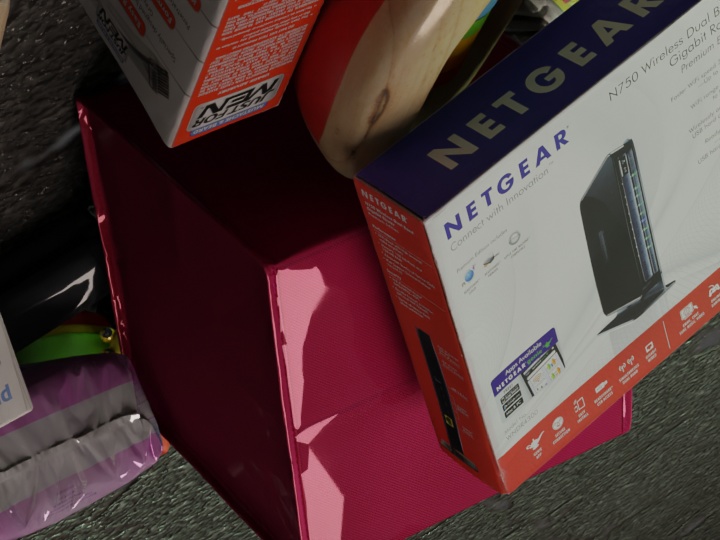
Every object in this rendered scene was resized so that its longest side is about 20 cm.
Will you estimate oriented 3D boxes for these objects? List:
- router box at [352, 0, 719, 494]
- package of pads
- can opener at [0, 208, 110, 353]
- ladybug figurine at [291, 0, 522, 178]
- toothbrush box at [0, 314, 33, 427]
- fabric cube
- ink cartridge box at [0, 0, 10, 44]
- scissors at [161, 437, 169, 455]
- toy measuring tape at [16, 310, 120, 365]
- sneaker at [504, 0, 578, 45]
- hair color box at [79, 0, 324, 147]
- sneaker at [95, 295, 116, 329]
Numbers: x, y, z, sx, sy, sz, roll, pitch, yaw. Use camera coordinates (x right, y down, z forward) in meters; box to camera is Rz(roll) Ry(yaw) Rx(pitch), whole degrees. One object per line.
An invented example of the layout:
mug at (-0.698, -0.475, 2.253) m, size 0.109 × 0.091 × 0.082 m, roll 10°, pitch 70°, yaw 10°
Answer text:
router box at (0.103, -0.025, 1.164) m, size 0.200 × 0.049 × 0.180 m, roll -39°, pitch 137°, yaw -20°
package of pads at (-0.206, 0.099, 1.374) m, size 0.120 × 0.076 × 0.200 m, roll -21°, pitch -174°, yaw -34°
can opener at (-0.154, -0.018, 1.354) m, size 0.200 × 0.053 × 0.067 m, roll -33°, pitch 130°, yaw -2°
ladybug figurine at (0.023, -0.120, 1.106) m, size 0.136 × 0.072 × 0.200 m, roll -47°, pitch 172°, yaw -37°
toothbrush box at (-0.265, 0.056, 1.100) m, size 0.200 × 0.086 × 0.145 m, roll -7°, pitch -165°, yaw 41°
fabric cube at (0.000, 0.000, 1.285) m, size 0.199 × 0.196 × 0.200 m, roll -24°, pitch 130°, yaw -24°
ink cartridge box at (-0.250, -0.057, 1.027) m, size 0.200 × 0.075 × 0.165 m, roll -25°, pitch 159°, yaw -27°
scissors at (-0.187, 0.115, 1.520) m, size 0.073 × 0.014 × 0.200 m, roll 3°, pitch 166°, yaw -35°
toy measuring tape at (-0.185, 0.072, 1.497) m, size 0.073 × 0.074 × 0.200 m, roll -17°, pitch 171°, yaw -41°
sneaker at (0.118, -0.144, 1.375) m, size 0.200 × 0.078 × 0.090 m, roll 35°, pitch 76°, yaw -36°
hair color box at (-0.059, -0.154, 1.044) m, size 0.064 × 0.111 × 0.200 m, roll -22°, pitch 159°, yaw -29°
sneaker at (-0.110, 0.042, 1.543) m, size 0.091 × 0.076 × 0.200 m, roll -35°, pitch 171°, yaw -28°
